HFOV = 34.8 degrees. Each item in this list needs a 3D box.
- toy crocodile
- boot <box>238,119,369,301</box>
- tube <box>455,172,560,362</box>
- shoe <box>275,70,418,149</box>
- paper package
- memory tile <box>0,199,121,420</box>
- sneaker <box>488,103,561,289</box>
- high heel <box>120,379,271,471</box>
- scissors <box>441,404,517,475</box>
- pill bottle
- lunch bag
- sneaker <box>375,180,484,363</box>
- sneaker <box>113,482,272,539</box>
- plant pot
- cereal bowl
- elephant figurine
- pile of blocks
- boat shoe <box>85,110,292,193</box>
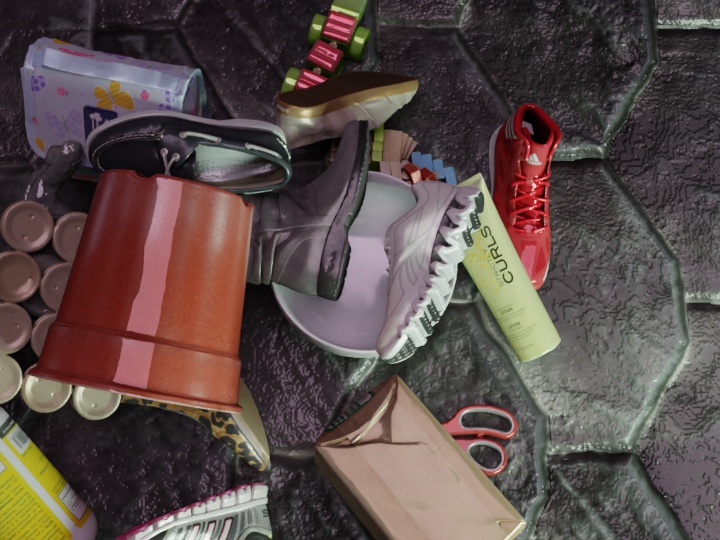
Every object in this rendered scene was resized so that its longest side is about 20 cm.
[{"bbox_3d":[-0.038,-0.240,1.302,0.067,0.062,0.201,22,73,3],"label":"toy crocodile"},{"bbox_3d":[-0.065,-0.073,1.166,0.130,0.070,0.202,11,69,6],"label":"boot"},{"bbox_3d":[0.144,0.000,1.222,0.058,0.052,0.201,-28,94,-5],"label":"tube"},{"bbox_3d":[-0.015,-0.176,1.243,0.199,0.054,0.070,-21,34,-40],"label":"shoe"},{"bbox_3d":[0.047,0.211,1.097,0.103,0.200,0.191,-41,82,-10],"label":"paper package"},{"bbox_3d":[-0.294,0.041,1.127,0.152,0.017,0.202,12,92,-26],"label":"memory tile"},{"bbox_3d":[0.175,-0.085,1.242,0.077,0.116,0.202,-4,74,-5],"label":"sneaker"},{"bbox_3d":[-0.191,0.149,1.195,0.142,0.071,0.201,-33,94,14],"label":"high heel"},{"bbox_3d":[0.067,0.171,1.216,0.198,0.014,0.074,7,76,0],"label":"scissors"},{"bbox_3d":[-0.326,0.239,1.099,0.112,0.112,0.201,-40,100,-14],"label":"pill bottle"},{"bbox_3d":[-0.252,-0.158,1.193,0.168,0.200,0.128,10,73,-1],"label":"lunch bag"},{"bbox_3d":[0.055,-0.001,1.155,0.080,0.075,0.201,20,71,16],"label":"sneaker"},{"bbox_3d":[-0.162,0.273,1.113,0.199,0.074,0.088,-14,80,-41],"label":"sneaker"},{"bbox_3d":[-0.188,0.019,1.069,0.199,0.201,0.197,11,83,0],"label":"plant pot"},{"bbox_3d":[0.000,0.000,1.223,0.198,0.083,0.202,1,73,-3],"label":"cereal bowl"},{"bbox_3d":[-0.332,-0.009,1.166,0.199,0.155,0.142,-26,68,-3],"label":"elephant figurine"},{"bbox_3d":[0.053,-0.116,1.272,0.199,0.062,0.083,28,74,4],"label":"pile of blocks"},{"bbox_3d":[-0.163,-0.109,1.108,0.198,0.076,0.061,-6,43,-13],"label":"boat shoe"}]
